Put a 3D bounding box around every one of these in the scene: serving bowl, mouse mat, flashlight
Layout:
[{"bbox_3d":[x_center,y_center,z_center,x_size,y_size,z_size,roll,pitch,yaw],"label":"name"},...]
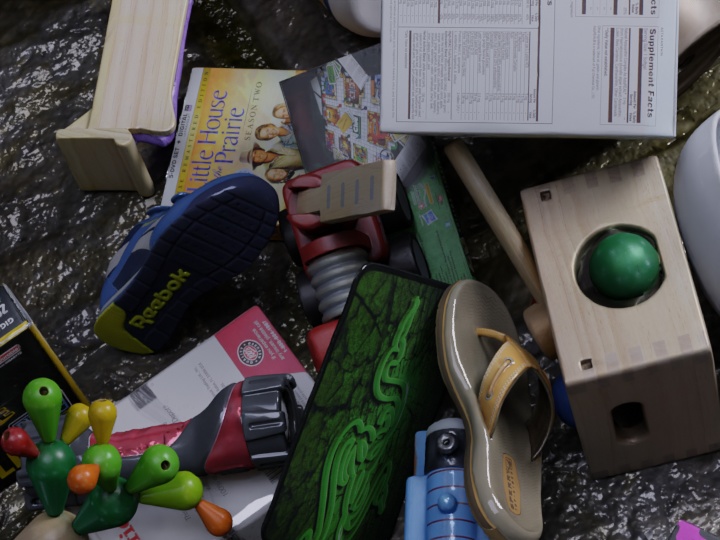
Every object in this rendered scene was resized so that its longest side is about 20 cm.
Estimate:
[{"bbox_3d":[0.275,-0.011,1.421,0.065,0.200,0.202,-29,55,26],"label":"serving bowl"},{"bbox_3d":[0.009,0.098,1.394,0.007,0.160,0.202,24,95,34],"label":"mouse mat"},{"bbox_3d":[-0.140,0.115,1.414,0.198,0.068,0.068,-7,33,11],"label":"flashlight"}]

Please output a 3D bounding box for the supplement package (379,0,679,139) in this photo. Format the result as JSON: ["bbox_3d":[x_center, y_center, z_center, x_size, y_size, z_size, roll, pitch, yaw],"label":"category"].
[{"bbox_3d":[0.115,-0.168,1.412,0.198,0.152,0.152,1,94,3],"label":"supplement package"}]

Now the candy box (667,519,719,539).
[{"bbox_3d":[0.225,0.284,1.331,0.135,0.061,0.201,24,69,24],"label":"candy box"}]

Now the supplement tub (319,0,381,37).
[{"bbox_3d":[-0.011,-0.303,1.667,0.144,0.145,0.200,-35,59,-8],"label":"supplement tub"}]

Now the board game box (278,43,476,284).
[{"bbox_3d":[0.013,-0.067,1.555,0.104,0.023,0.202,-18,79,10],"label":"board game box"}]

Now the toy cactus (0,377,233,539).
[{"bbox_3d":[-0.181,0.174,1.365,0.165,0.200,0.103,-35,17,27],"label":"toy cactus"}]

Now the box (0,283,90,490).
[{"bbox_3d":[-0.306,0.118,1.493,0.199,0.160,0.049,-35,60,-8],"label":"box"}]

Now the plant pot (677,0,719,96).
[{"bbox_3d":[0.193,-0.216,1.559,0.199,0.200,0.174,-38,75,-9],"label":"plant pot"}]

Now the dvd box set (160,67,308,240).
[{"bbox_3d":[-0.052,-0.093,1.626,0.198,0.029,0.148,4,63,15],"label":"dvd box set"}]

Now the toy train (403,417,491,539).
[{"bbox_3d":[0.068,0.194,1.387,0.086,0.115,0.202,-2,61,11],"label":"toy train"}]

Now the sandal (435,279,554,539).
[{"bbox_3d":[0.100,0.092,1.368,0.054,0.080,0.202,-35,47,34],"label":"sandal"}]

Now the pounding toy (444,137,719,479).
[{"bbox_3d":[0.158,0.018,1.414,0.141,0.200,0.186,-14,59,6],"label":"pounding toy"}]

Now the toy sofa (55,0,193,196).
[{"bbox_3d":[-0.180,-0.166,1.667,0.096,0.083,0.202,1,62,8],"label":"toy sofa"}]

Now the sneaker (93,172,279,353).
[{"bbox_3d":[-0.135,-0.021,1.538,0.200,0.074,0.083,-39,32,34],"label":"sneaker"}]

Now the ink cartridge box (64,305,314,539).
[{"bbox_3d":[-0.111,0.148,1.474,0.199,0.085,0.146,-34,59,-8],"label":"ink cartridge box"}]

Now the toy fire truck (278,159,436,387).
[{"bbox_3d":[0.000,0.000,1.435,0.128,0.200,0.178,-18,78,12],"label":"toy fire truck"}]
